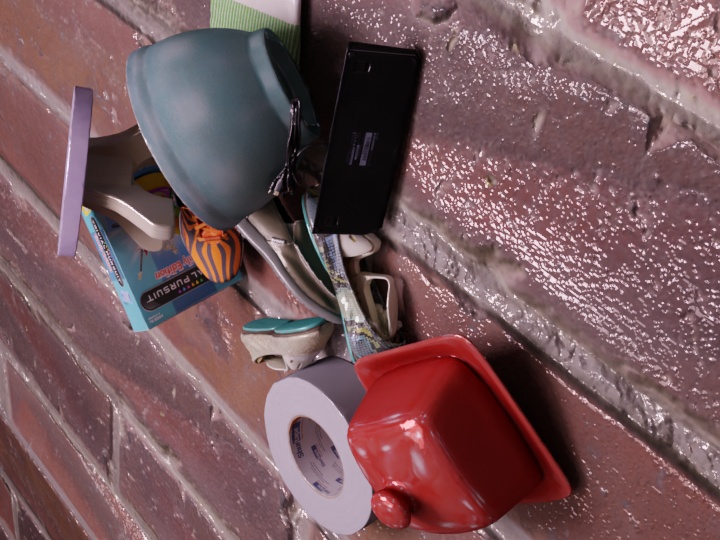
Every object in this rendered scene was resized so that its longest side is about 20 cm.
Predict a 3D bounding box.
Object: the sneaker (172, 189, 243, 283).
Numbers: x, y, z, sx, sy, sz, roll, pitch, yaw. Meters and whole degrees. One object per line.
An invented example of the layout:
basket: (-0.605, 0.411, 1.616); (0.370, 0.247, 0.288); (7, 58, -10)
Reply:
sneaker: (-0.187, -0.069, 1.112); (0.112, 0.076, 0.203); (-104, 2, -71)

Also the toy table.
toy table: (-0.265, -0.101, 1.042); (0.201, 0.115, 0.186); (115, 153, -48)

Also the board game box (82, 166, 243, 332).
board game box: (-0.251, -0.049, 1.182); (0.047, 0.150, 0.202); (-9, 107, 53)

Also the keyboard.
keyboard: (-0.020, -0.122, 0.910); (0.021, 0.125, 0.202); (-115, 31, -52)

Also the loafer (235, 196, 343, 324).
loafer: (-0.070, -0.024, 1.054); (0.200, 0.070, 0.075); (47, -176, 1)

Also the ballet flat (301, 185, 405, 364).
ballet flat: (0.000, 0.000, 1.005); (0.074, 0.074, 0.203); (-10, 102, 52)

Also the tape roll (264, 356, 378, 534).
tape roll: (-0.031, 0.210, 1.139); (0.199, 0.066, 0.203); (27, 128, 40)

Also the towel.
towel: (-0.109, -0.305, 1.007); (0.152, 0.023, 0.202); (31, 129, 37)

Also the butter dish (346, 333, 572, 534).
butter dish: (0.065, 0.185, 0.917); (0.201, 0.148, 0.199); (54, 145, -11)

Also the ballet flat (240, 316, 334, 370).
ballet flat: (-0.082, 0.089, 1.143); (0.199, 0.067, 0.063); (-5, 103, 61)

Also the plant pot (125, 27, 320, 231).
plant pot: (-0.122, -0.159, 0.953); (0.133, 0.200, 0.203); (-24, 89, 13)
